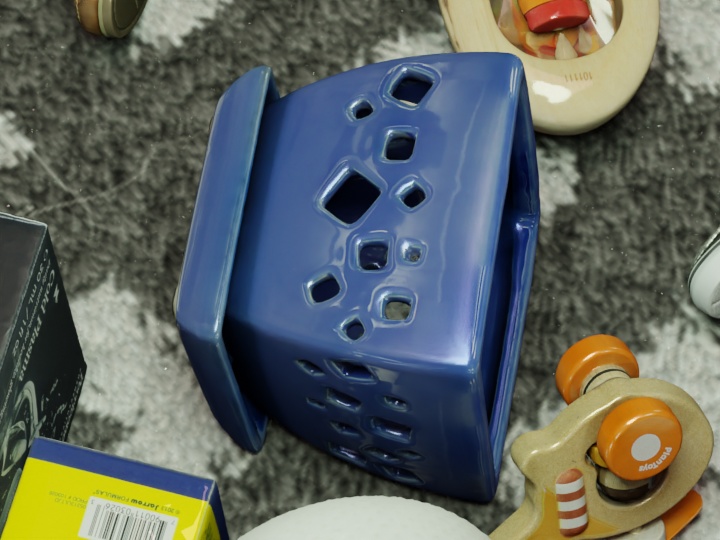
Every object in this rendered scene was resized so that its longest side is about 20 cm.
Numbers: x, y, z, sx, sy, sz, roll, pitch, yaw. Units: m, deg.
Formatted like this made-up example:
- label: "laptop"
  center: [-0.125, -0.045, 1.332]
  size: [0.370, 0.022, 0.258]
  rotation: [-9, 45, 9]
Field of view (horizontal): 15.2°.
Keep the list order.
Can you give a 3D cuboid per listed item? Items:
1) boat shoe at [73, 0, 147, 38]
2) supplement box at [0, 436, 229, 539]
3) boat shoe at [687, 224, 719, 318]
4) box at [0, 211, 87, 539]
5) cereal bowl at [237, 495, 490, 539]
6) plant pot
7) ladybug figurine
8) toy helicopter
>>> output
- label: "boat shoe"
  center: [-0.164, -0.231, 1.713]
  size: [0.067, 0.072, 0.201]
  rotation: [4, 56, 7]
- label: "supplement box"
  center: [-0.153, 0.211, 1.482]
  size: [0.109, 0.109, 0.201]
  rotation: [13, 66, 7]
- label: "boat shoe"
  center: [0.256, -0.047, 1.622]
  size: [0.200, 0.072, 0.071]
  rotation: [-38, 61, -26]
- label: "box"
  center: [-0.243, 0.090, 1.492]
  size: [0.123, 0.197, 0.201]
  rotation: [12, 66, 6]
- label: "cereal bowl"
  center: [-0.008, 0.187, 1.449]
  size: [0.199, 0.201, 0.084]
  rotation: [-10, 49, -4]
- label: "plant pot"
  center: [0.000, 0.000, 1.533]
  size: [0.179, 0.200, 0.201]
  rotation: [5, 66, 10]
- label: "ladybug figurine"
  center: [0.114, -0.168, 1.671]
  size: [0.135, 0.072, 0.201]
  rotation: [-7, 66, -3]
- label: "toy helicopter"
  center: [0.116, 0.142, 1.521]
  size: [0.200, 0.132, 0.079]
  rotation: [-40, 38, 7]
